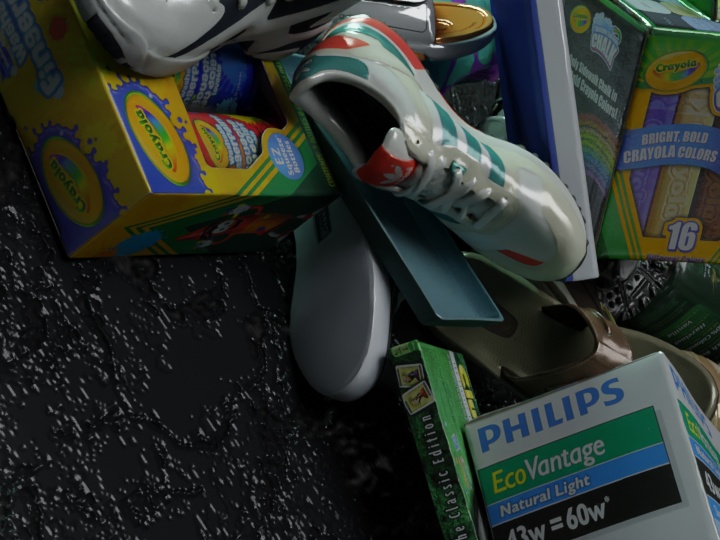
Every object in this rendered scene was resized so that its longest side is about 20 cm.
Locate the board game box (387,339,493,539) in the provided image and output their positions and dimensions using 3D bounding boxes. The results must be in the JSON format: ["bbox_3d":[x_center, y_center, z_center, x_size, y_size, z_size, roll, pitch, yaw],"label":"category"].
[{"bbox_3d":[0.065,0.140,1.054,0.105,0.023,0.200,20,52,-70],"label":"board game box"}]

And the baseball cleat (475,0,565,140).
[{"bbox_3d":[0.121,-0.125,1.287,0.070,0.200,0.106,18,27,24],"label":"baseball cleat"}]

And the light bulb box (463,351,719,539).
[{"bbox_3d":[0.167,0.183,1.065,0.198,0.125,0.200,44,29,-56],"label":"light bulb box"}]

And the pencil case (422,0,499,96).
[{"bbox_3d":[0.033,-0.136,1.257,0.092,0.085,0.200,41,33,2],"label":"pencil case"}]

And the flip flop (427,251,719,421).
[{"bbox_3d":[0.125,0.049,1.162,0.200,0.081,0.058,31,-9,10],"label":"flip flop"}]

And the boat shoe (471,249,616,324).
[{"bbox_3d":[0.145,0.057,1.250,0.060,0.072,0.200,-8,62,-52],"label":"boat shoe"}]

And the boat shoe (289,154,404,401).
[{"bbox_3d":[0.000,0.000,1.112,0.068,0.072,0.200,29,34,-33],"label":"boat shoe"}]

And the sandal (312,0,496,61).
[{"bbox_3d":[-0.013,-0.172,1.153,0.206,0.059,0.079,4,27,-10],"label":"sandal"}]

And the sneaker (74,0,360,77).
[{"bbox_3d":[-0.052,-0.166,0.987,0.199,0.130,0.080,-2,63,-55],"label":"sneaker"}]

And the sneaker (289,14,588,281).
[{"bbox_3d":[0.038,-0.055,1.060,0.200,0.070,0.093,44,34,-1],"label":"sneaker"}]

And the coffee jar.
[{"bbox_3d":[0.265,0.032,1.415,0.200,0.085,0.104,32,32,-32],"label":"coffee jar"}]

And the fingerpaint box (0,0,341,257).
[{"bbox_3d":[-0.119,-0.112,1.041,0.167,0.073,0.200,-2,63,-54],"label":"fingerpaint box"}]

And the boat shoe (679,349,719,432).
[{"bbox_3d":[0.233,0.090,1.257,0.064,0.071,0.200,10,6,1],"label":"boat shoe"}]

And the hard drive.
[{"bbox_3d":[0.110,-0.095,1.155,0.132,0.025,0.200,-163,-114,-85],"label":"hard drive"}]

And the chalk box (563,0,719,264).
[{"bbox_3d":[0.200,-0.119,1.209,0.124,0.200,0.124,4,24,-21],"label":"chalk box"}]

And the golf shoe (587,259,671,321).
[{"bbox_3d":[0.173,-0.038,1.353,0.078,0.094,0.200,28,52,-22],"label":"golf shoe"}]

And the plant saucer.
[{"bbox_3d":[0.010,-0.046,1.091,0.070,0.019,0.200,3,48,-54],"label":"plant saucer"}]
